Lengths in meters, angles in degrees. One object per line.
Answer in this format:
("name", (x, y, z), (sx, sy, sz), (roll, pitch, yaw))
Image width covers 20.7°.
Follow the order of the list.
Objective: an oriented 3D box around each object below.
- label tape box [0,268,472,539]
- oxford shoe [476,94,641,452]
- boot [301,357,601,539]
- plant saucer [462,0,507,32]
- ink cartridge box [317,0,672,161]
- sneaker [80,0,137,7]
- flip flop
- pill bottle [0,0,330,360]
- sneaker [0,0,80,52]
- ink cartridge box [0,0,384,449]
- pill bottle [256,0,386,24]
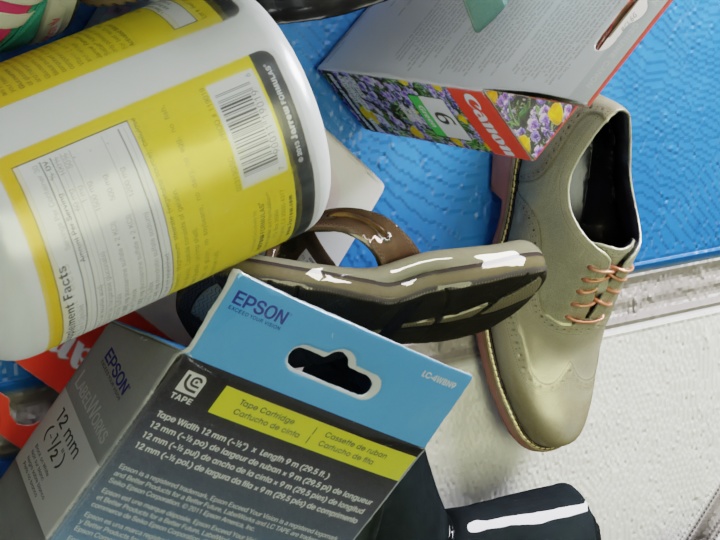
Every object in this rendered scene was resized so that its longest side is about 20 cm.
("label tape box", (-0.066, 0.086, 0.889), (0.143, 0.066, 0.201), (24, 110, -37))
("oxford shoe", (0.108, 0.003, 1.043), (0.070, 0.074, 0.202), (-11, 106, -34))
("boot", (0.046, 0.124, 1.020), (0.167, 0.076, 0.202), (-6, 107, -34))
("plant saucer", (0.059, -0.195, 0.920), (0.201, 0.019, 0.070), (-80, 152, -49))
("ink cartridge box", (0.078, -0.108, 0.917), (0.109, 0.199, 0.050), (-51, 124, -17))
("sneaker", (-0.044, -0.181, 0.783), (0.070, 0.198, 0.109), (-80, 152, -56))
("flip flop", (0.000, 0.000, 0.915), (0.199, 0.081, 0.058), (-7, 66, -34))
("pill bottle", (-0.120, -0.032, 0.794), (0.199, 0.112, 0.113), (-25, 114, -21))
("sneaker", (-0.170, -0.125, 0.752), (0.120, 0.200, 0.084), (-27, 79, -20))
("ink cartridge box", (-0.098, -0.005, 0.905), (0.162, 0.057, 0.201), (40, 71, -36))
("pill bottle", (-0.032, -0.220, 0.868), (0.111, 0.112, 0.201), (-33, 118, -27))
